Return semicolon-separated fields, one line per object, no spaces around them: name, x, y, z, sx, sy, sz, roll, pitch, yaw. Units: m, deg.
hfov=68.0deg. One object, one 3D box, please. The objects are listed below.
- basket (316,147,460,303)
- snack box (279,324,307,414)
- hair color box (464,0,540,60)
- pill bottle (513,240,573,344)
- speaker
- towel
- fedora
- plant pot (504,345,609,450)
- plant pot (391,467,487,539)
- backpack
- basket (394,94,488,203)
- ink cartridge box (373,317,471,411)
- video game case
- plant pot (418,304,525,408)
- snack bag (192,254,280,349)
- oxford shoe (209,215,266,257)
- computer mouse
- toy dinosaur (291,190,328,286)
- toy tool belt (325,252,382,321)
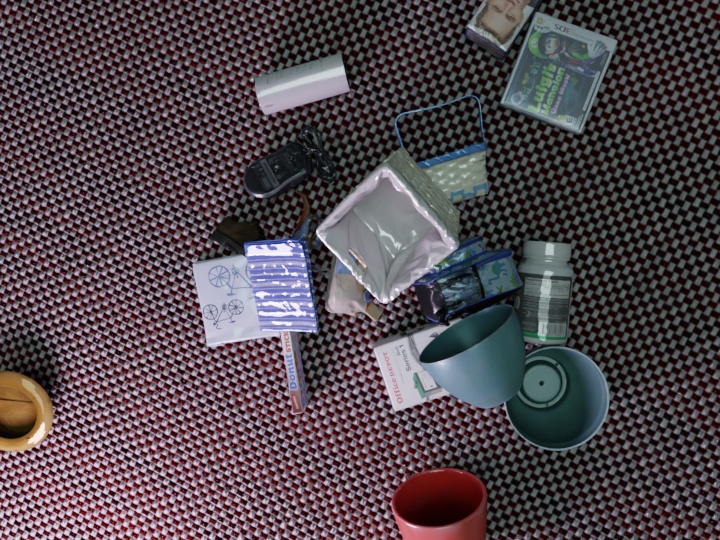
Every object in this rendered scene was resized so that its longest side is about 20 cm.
basket;0.059;-0.088;1.011;0.198;0.161;0.200;46;118;-9
snack box;-0.147;0.206;1.179;0.024;0.072;0.203;-8;92;4
hair color box;0.312;-0.553;1.099;0.099;0.061;0.201;33;96;4
pill bottle;0.375;0.043;1.096;0.111;0.113;0.203;5;93;6
speaker;-0.122;-0.398;1.141;0.197;0.081;0.082;-14;92;6
towel;-0.163;0.034;1.096;0.143;0.024;0.203;-2;107;21
fedora;-0.801;0.319;1.248;0.198;0.082;0.204;0;94;0
plant pot;0.383;0.243;1.095;0.197;0.134;0.203;0;93;5
plant pot;0.175;0.546;1.115;0.198;0.201;0.180;-9;102;6
backpack;0.213;0.012;1.078;0.198;0.183;0.149;-18;89;-4
basket;0.171;-0.236;1.086;0.174;0.139;0.203;-12;104;5
ink cartridge box;0.141;0.196;1.142;0.198;0.084;0.148;-20;90;5
video game case;0.411;-0.411;1.114;0.180;0.023;0.202;21;95;5
plant pot;0.227;0.174;0.997;0.199;0.200;0.136;-30;94;7
snack bag;-0.275;0.065;1.211;0.186;0.021;0.203;-10;91;7
oxford shoe;-0.233;-0.066;1.159;0.198;0.073;0.085;28;81;19
computer mouse;-0.159;-0.216;1.171;0.198;0.053;0.140;-25;80;-2
toy dinosaur;-0.130;-0.037;1.183;0.181;0.105;0.201;-43;54;16
toy tool belt;0.000;0.000;1.140;0.121;0.125;0.203;12;78;-14
